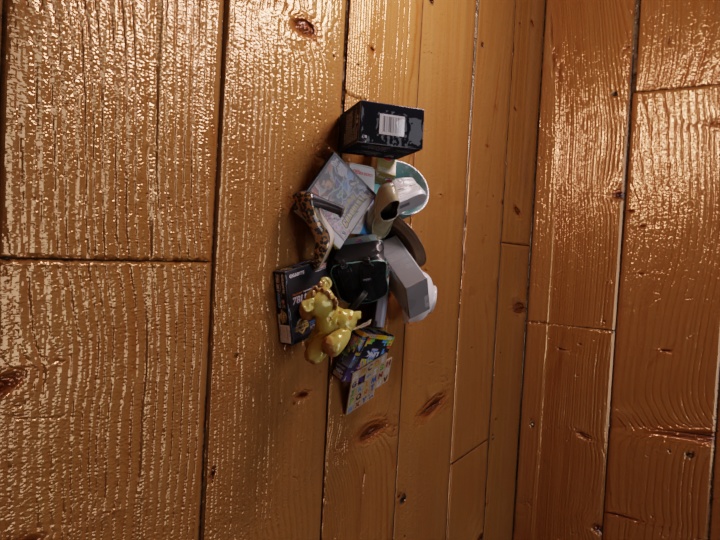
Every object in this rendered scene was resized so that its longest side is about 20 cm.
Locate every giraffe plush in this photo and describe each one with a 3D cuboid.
[{"bbox_3d":[-0.096,0.120,1.551,0.163,0.199,0.173,52,14,-17],"label":"giraffe plush"}]

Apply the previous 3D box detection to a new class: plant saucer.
[{"bbox_3d":[0.129,-0.088,1.864,0.029,0.199,0.202,-38,129,-19],"label":"plant saucer"}]

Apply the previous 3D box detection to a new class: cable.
[{"bbox_3d":[-0.033,0.135,1.736,0.050,0.200,0.097,46,20,5],"label":"cable"}]

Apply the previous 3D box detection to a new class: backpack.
[{"bbox_3d":[0.000,0.000,1.747,0.155,0.173,0.202,-97,175,-46],"label":"backpack"}]

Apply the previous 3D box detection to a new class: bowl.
[{"bbox_3d":[0.213,0.093,2.076,0.201,0.089,0.205,-170,-90,-84],"label":"bowl"},{"bbox_3d":[0.112,-0.242,1.913,0.203,0.199,0.105,-63,-177,-31],"label":"bowl"}]

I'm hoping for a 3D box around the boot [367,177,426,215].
[{"bbox_3d":[0.096,-0.221,1.805,0.197,0.096,0.074,-19,143,-18],"label":"boot"}]

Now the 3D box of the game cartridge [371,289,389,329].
[{"bbox_3d":[0.063,0.118,1.896,0.200,0.040,0.136,101,-6,-83],"label":"game cartridge"}]

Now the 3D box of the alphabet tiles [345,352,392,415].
[{"bbox_3d":[0.030,0.356,1.895,0.198,0.007,0.170,-23,132,-43],"label":"alphabet tiles"}]

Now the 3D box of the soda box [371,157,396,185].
[{"bbox_3d":[0.074,-0.369,1.860,0.063,0.068,0.203,12,64,-15],"label":"soda box"}]

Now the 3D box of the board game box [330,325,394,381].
[{"bbox_3d":[0.010,0.263,1.854,0.199,0.056,0.168,16,99,-57],"label":"board game box"}]

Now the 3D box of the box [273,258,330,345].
[{"bbox_3d":[-0.153,0.080,1.630,0.199,0.049,0.202,-20,111,-56],"label":"box"}]

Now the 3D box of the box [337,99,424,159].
[{"bbox_3d":[0.054,-0.398,1.696,0.193,0.200,0.120,3,91,-19],"label":"box"}]

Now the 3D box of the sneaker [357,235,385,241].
[{"bbox_3d":[0.020,-0.105,1.862,0.093,0.070,0.202,-35,116,-27],"label":"sneaker"}]

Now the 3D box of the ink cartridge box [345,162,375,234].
[{"bbox_3d":[-0.028,-0.211,1.759,0.144,0.083,0.204,-2,97,-58],"label":"ink cartridge box"}]

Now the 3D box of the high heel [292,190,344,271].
[{"bbox_3d":[-0.136,-0.108,1.585,0.072,0.140,0.203,-66,177,-70],"label":"high heel"}]

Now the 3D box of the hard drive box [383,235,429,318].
[{"bbox_3d":[0.129,0.020,1.816,0.076,0.201,0.157,-24,142,-10],"label":"hard drive box"}]

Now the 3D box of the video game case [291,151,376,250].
[{"bbox_3d":[-0.070,-0.192,1.644,0.180,0.025,0.201,41,74,-26],"label":"video game case"}]

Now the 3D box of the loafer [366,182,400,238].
[{"bbox_3d":[0.068,-0.160,1.716,0.074,0.069,0.202,-10,140,-19],"label":"loafer"}]
